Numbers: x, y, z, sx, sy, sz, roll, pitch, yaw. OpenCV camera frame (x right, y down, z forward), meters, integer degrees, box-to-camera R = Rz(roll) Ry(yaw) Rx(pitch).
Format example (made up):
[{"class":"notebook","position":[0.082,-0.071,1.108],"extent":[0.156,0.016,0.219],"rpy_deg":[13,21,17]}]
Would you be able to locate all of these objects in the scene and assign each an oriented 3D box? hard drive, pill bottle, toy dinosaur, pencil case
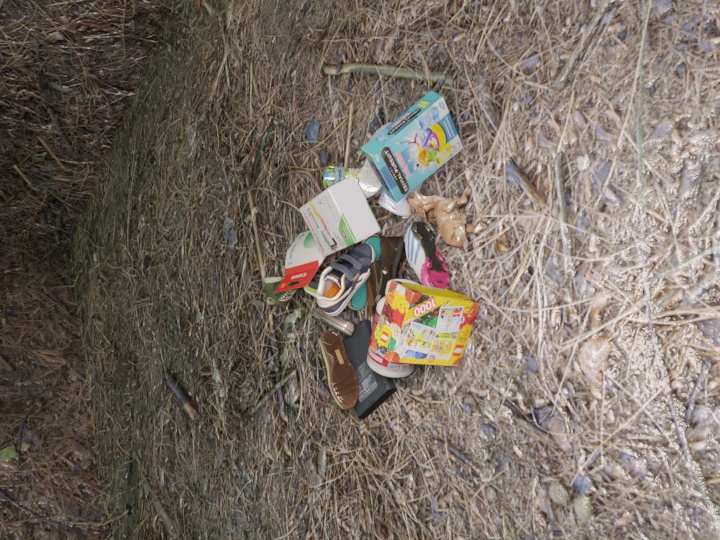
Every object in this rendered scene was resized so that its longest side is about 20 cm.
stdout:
[{"class":"hard drive","position":[0.008,0.241,1.606],"extent":[0.140,0.033,0.200],"rpy_deg":[-48,49,33]},{"class":"pill bottle","position":[0.083,0.126,1.445],"extent":[0.112,0.112,0.201],"rpy_deg":[36,124,48]},{"class":"toy dinosaur","position":[0.190,-0.104,1.419],"extent":[0.136,0.086,0.201],"rpy_deg":[-42,57,37]},{"class":"pencil case","position":[0.116,-0.227,1.534],"extent":[0.083,0.090,0.201],"rpy_deg":[-91,24,-74]}]

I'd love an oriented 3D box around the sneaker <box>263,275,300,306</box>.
[{"class":"sneaker","position":[-0.216,0.061,1.900],"extent":[0.200,0.067,0.090],"rpy_deg":[-4,87,51]}]

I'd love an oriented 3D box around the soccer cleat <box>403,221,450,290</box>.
[{"class":"soccer cleat","position":[0.148,-0.015,1.473],"extent":[0.086,0.070,0.201],"rpy_deg":[124,139,-52]}]

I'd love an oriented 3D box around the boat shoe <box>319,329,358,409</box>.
[{"class":"boat shoe","position":[-0.055,0.252,1.613],"extent":[0.075,0.074,0.203],"rpy_deg":[118,143,-57]}]

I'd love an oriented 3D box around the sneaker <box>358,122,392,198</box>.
[{"class":"sneaker","position":[0.047,-0.268,1.578],"extent":[0.200,0.076,0.081],"rpy_deg":[-62,-4,-14]}]

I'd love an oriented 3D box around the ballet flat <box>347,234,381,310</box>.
[{"class":"ballet flat","position":[0.000,0.000,1.647],"extent":[0.069,0.069,0.201],"rpy_deg":[29,105,49]}]

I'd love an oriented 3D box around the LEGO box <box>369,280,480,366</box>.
[{"class":"LEGO box","position":[0.135,0.112,1.345],"extent":[0.077,0.199,0.149],"rpy_deg":[29,105,50]}]

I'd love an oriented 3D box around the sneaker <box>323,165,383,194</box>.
[{"class":"sneaker","position":[-0.016,-0.236,1.658],"extent":[0.200,0.130,0.080],"rpy_deg":[-19,68,46]}]

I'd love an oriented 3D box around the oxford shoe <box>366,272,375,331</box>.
[{"class":"oxford shoe","position":[0.050,0.093,1.575],"extent":[0.071,0.071,0.201],"rpy_deg":[128,141,-65]}]

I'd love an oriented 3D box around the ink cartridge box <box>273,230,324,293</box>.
[{"class":"ink cartridge box","position":[-0.156,-0.035,1.775],"extent":[0.161,0.050,0.200],"rpy_deg":[-13,35,48]}]

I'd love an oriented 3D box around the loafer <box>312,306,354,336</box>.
[{"class":"loafer","position":[-0.066,0.116,1.678],"extent":[0.063,0.072,0.200],"rpy_deg":[-57,25,-9]}]

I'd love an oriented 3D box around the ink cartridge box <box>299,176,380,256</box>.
[{"class":"ink cartridge box","position":[-0.054,-0.127,1.597],"extent":[0.145,0.084,0.200],"rpy_deg":[63,154,-4]}]

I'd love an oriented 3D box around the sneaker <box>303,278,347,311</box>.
[{"class":"sneaker","position":[-0.076,0.046,1.656],"extent":[0.200,0.074,0.081],"rpy_deg":[20,77,57]}]

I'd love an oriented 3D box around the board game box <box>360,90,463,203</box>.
[{"class":"board game box","position":[0.117,-0.267,1.419],"extent":[0.200,0.151,0.047],"rpy_deg":[-40,45,-5]}]

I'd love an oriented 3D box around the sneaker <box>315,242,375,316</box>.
[{"class":"sneaker","position":[-0.035,0.009,1.538],"extent":[0.078,0.079,0.200],"rpy_deg":[20,71,32]}]

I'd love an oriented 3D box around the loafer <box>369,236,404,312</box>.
[{"class":"loafer","position":[0.052,0.009,1.535],"extent":[0.073,0.071,0.201],"rpy_deg":[95,-171,-67]}]
